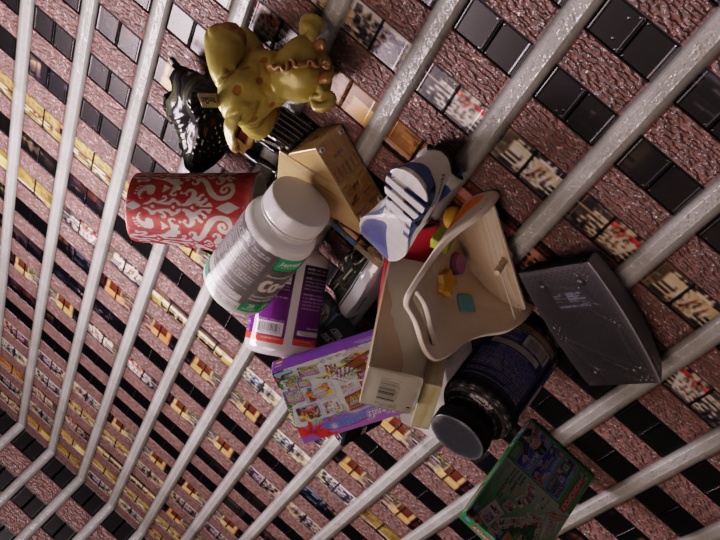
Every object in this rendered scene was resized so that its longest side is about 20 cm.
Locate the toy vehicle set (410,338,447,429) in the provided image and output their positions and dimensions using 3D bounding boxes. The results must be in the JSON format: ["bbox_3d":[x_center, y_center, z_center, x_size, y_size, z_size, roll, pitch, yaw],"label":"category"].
[{"bbox_3d":[0.109,0.111,1.547,0.026,0.201,0.124,12,143,2],"label":"toy vehicle set"}]

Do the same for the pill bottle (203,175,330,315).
[{"bbox_3d":[-0.135,-0.036,1.556,0.113,0.113,0.200,42,126,1],"label":"pill bottle"}]

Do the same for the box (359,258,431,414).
[{"bbox_3d":[0.057,0.087,1.502,0.077,0.201,0.095,12,138,0],"label":"box"}]

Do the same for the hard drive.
[{"bbox_3d":[0.308,0.064,1.425,0.135,0.042,0.200,-11,119,51],"label":"hard drive"}]

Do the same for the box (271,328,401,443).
[{"bbox_3d":[-0.019,0.173,1.642,0.199,0.039,0.137,-18,114,8],"label":"box"}]

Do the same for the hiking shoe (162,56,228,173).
[{"bbox_3d":[-0.259,-0.238,1.675,0.101,0.076,0.200,47,149,26],"label":"hiking shoe"}]

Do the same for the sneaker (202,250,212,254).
[{"bbox_3d":[-0.233,-0.046,1.854,0.200,0.066,0.090,55,148,-11],"label":"sneaker"}]

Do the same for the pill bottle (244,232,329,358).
[{"bbox_3d":[-0.112,0.034,1.693,0.112,0.201,0.112,10,178,0],"label":"pill bottle"}]

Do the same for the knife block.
[{"bbox_3d":[-0.078,-0.146,1.578,0.175,0.064,0.200,-4,125,49],"label":"knife block"}]

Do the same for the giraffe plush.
[{"bbox_3d":[-0.107,-0.259,1.424,0.161,0.200,0.173,-14,111,16],"label":"giraffe plush"}]

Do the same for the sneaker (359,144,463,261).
[{"bbox_3d":[0.078,-0.097,1.424,0.081,0.115,0.200,45,150,8],"label":"sneaker"}]

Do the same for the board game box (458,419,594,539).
[{"bbox_3d":[0.255,0.344,1.647,0.135,0.200,0.029,43,149,0],"label":"board game box"}]

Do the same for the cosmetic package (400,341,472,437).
[{"bbox_3d":[0.117,0.173,1.714,0.113,0.081,0.201,22,142,29],"label":"cosmetic package"}]

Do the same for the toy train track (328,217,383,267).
[{"bbox_3d":[-0.026,-0.072,1.595,0.200,0.033,0.115,44,-175,39],"label":"toy train track"}]

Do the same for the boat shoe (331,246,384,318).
[{"bbox_3d":[0.000,0.000,1.649,0.071,0.072,0.200,52,141,13],"label":"boat shoe"}]

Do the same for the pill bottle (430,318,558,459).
[{"bbox_3d":[0.187,0.165,1.519,0.112,0.200,0.112,27,144,22],"label":"pill bottle"}]

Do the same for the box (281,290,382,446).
[{"bbox_3d":[-0.043,0.165,1.803,0.200,0.086,0.164,53,156,23],"label":"box"}]

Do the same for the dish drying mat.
[{"bbox_3d":[0.066,0.002,1.591,0.200,0.076,0.018,96,158,-50],"label":"dish drying mat"}]

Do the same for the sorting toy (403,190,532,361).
[{"bbox_3d":[0.125,0.021,1.444,0.107,0.180,0.201,10,134,40],"label":"sorting toy"}]

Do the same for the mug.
[{"bbox_3d":[-0.254,-0.083,1.707,0.199,0.134,0.178,4,154,5],"label":"mug"}]
